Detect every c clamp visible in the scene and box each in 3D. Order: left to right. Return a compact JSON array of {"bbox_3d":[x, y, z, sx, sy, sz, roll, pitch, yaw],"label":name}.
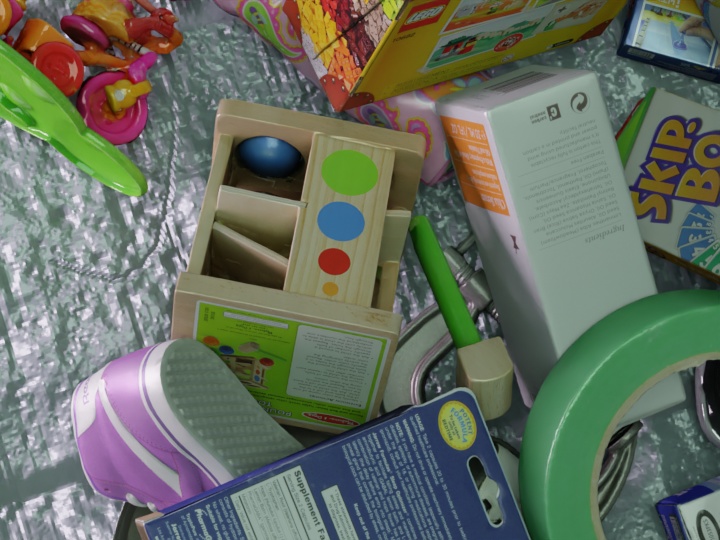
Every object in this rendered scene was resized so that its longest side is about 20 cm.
[{"bbox_3d":[0.100,0.072,1.139,0.171,0.027,0.200,-38,86,-4],"label":"c clamp"}]

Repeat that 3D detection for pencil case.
[{"bbox_3d":[-0.002,-0.142,1.132,0.200,0.087,0.087,40,85,3],"label":"pencil case"}]

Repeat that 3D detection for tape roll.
[{"bbox_3d":[0.190,0.113,1.021,0.200,0.048,0.201,-3,101,-14],"label":"tape roll"}]

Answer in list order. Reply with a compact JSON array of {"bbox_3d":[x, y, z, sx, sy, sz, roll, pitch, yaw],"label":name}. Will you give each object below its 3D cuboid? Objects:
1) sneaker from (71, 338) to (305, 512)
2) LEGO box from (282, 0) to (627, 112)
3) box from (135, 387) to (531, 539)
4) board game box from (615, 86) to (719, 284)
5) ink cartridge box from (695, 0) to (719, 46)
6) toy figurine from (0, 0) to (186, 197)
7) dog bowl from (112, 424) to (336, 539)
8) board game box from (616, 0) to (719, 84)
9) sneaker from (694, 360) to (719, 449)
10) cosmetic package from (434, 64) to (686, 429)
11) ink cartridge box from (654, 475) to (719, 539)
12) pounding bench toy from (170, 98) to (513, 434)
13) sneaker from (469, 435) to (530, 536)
[{"bbox_3d":[-0.089,0.130,1.061,0.114,0.073,0.201,-22,110,37],"label":"sneaker"},{"bbox_3d":[0.074,-0.181,1.041,0.200,0.149,0.077,-19,72,-27],"label":"LEGO box"},{"bbox_3d":[-0.009,0.154,0.997,0.200,0.032,0.121,-21,90,-17],"label":"box"},{"bbox_3d":[0.214,-0.045,1.090,0.030,0.200,0.096,39,83,-42],"label":"board game box"},{"bbox_3d":[0.254,-0.177,1.069,0.085,0.145,0.200,-28,85,-4],"label":"ink cartridge box"},{"bbox_3d":[-0.161,-0.177,1.119,0.200,0.150,0.184,39,75,-19],"label":"toy figurine"},{"bbox_3d":[-0.052,0.181,1.111,0.199,0.059,0.201,0,84,-2],"label":"dog bowl"},{"bbox_3d":[0.277,-0.177,1.160,0.199,0.034,0.136,16,84,0],"label":"board game box"},{"bbox_3d":[0.271,0.019,1.103,0.075,0.114,0.200,30,85,2],"label":"sneaker"},{"bbox_3d":[0.115,-0.013,1.058,0.071,0.101,0.200,-20,102,-11],"label":"cosmetic package"},{"bbox_3d":[0.271,0.180,1.108,0.200,0.076,0.137,-21,85,-4],"label":"ink cartridge box"},{"bbox_3d":[0.000,0.000,1.075,0.199,0.124,0.156,11,56,-1],"label":"pounding bench toy"},{"bbox_3d":[0.089,0.170,1.060,0.074,0.089,0.200,-39,113,22],"label":"sneaker"}]
